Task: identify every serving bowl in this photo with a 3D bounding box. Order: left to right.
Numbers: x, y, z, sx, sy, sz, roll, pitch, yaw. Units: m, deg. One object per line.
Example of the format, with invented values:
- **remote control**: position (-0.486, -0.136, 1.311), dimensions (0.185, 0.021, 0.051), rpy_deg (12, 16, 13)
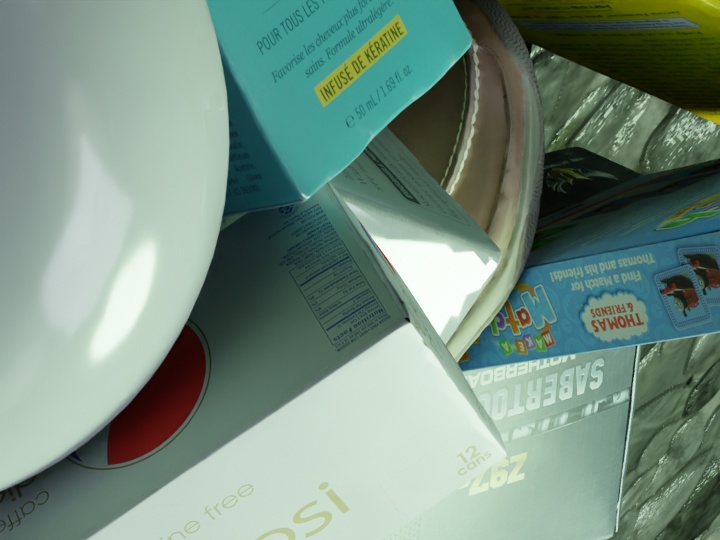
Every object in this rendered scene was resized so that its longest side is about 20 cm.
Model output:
- **serving bowl**: position (-0.135, -0.030, 0.627), dimensions (0.200, 0.200, 0.066), rpy_deg (-58, 176, 17)

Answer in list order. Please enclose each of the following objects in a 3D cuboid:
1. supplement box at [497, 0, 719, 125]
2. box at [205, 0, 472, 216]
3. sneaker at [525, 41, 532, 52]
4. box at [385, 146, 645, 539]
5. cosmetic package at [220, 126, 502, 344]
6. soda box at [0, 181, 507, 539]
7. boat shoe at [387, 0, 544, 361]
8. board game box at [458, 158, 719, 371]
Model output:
- **supplement box**: position (0.118, -0.124, 0.922), dimensions (0.200, 0.109, 0.109), rpy_deg (18, 81, -42)
- **box**: position (-0.052, -0.118, 0.671), dimensions (0.082, 0.049, 0.200), rpy_deg (-45, 115, -39)
- **sneaker**: position (-0.011, -0.096, 0.928), dimensions (0.200, 0.075, 0.106), rpy_deg (4, 104, -52)
- **box**: position (0.022, 0.048, 1.039), dimensions (0.200, 0.051, 0.158), rpy_deg (-13, 119, -38)
- **cosmetic package**: position (-0.105, 0.020, 0.782), dimensions (0.200, 0.123, 0.200), rpy_deg (19, 111, -40)
- **soda box**: position (-0.068, 0.066, 0.696), dimensions (0.200, 0.064, 0.068), rpy_deg (-34, 137, 3)
- **boat shoe**: position (0.000, 0.000, 0.885), dimensions (0.072, 0.076, 0.200), rpy_deg (-5, 127, -36)
- **board game box**: position (0.112, -0.010, 0.922), dimensions (0.151, 0.037, 0.200), rpy_deg (-23, -175, -34)
